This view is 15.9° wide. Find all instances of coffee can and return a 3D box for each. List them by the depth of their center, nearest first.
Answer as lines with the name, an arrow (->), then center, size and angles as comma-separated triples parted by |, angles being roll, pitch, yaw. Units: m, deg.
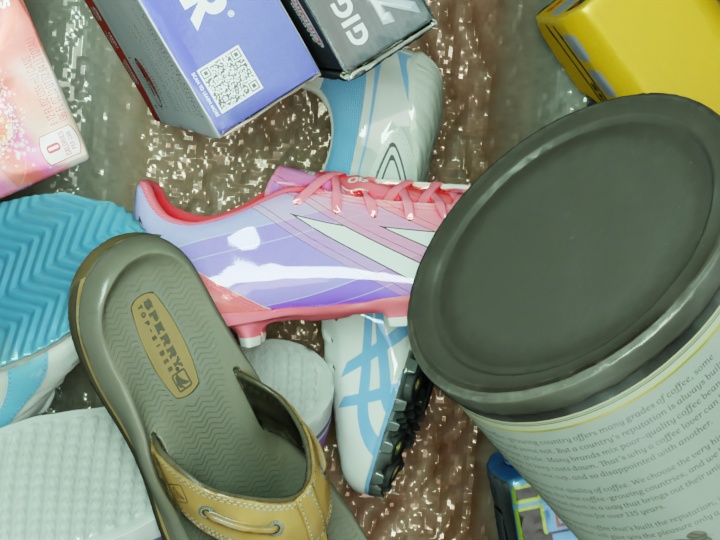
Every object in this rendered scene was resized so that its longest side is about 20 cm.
coffee can -> 0.132, 0.051, 1.014 | 0.146, 0.146, 0.200 | -44, 124, -5

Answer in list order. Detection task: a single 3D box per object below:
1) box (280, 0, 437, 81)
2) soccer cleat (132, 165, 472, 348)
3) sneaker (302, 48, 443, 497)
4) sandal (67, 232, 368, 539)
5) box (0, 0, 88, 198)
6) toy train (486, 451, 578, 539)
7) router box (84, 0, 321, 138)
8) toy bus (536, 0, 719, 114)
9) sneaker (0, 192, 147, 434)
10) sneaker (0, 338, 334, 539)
box -> -0.055, -0.174, 1.042 | 0.049, 0.198, 0.201 | -32, 102, -6
soccer cleat -> 0.002, -0.014, 1.076 | 0.198, 0.067, 0.077 | -9, 94, 1
sneaker -> 0.000, 0.000, 1.146 | 0.072, 0.072, 0.202 | 3, 100, 14
sandal -> -0.045, 0.073, 1.030 | 0.082, 0.054, 0.201 | -37, 109, -35
box -> -0.199, -0.120, 1.069 | 0.102, 0.095, 0.201 | -23, 100, -8
toy train -> 0.108, 0.059, 1.163 | 0.113, 0.087, 0.202 | -11, 98, -5
router box -> -0.102, -0.155, 1.044 | 0.049, 0.179, 0.201 | -32, 101, -8
toy bus -> 0.164, -0.054, 1.164 | 0.065, 0.078, 0.200 | -39, 102, -6
sneaker -> -0.162, 0.041, 1.083 | 0.199, 0.081, 0.077 | -36, 58, 15
sneaker -> -0.100, 0.112, 1.096 | 0.199, 0.073, 0.115 | -18, 144, -31
